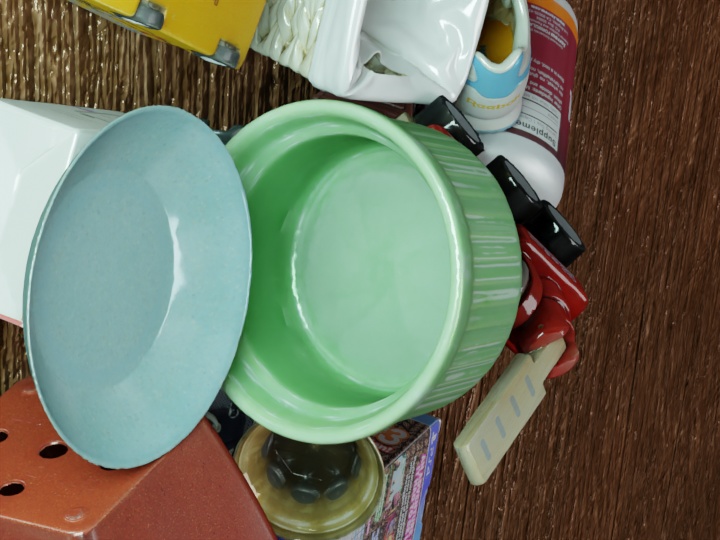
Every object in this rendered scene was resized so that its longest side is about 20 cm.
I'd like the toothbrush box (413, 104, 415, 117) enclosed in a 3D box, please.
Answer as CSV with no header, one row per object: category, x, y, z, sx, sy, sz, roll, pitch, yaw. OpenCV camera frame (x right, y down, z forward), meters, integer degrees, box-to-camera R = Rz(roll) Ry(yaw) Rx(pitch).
toothbrush box,0.026,-0.053,1.791,0.200,0.085,0.147,-37,139,-54

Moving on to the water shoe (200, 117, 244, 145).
water shoe,-0.063,-0.050,1.596,0.200,0.071,0.079,28,76,-71

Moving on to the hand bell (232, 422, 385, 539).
hand bell,-0.026,0.094,1.657,0.200,0.103,0.105,-78,177,-64

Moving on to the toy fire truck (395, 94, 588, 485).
toy fire truck,0.071,0.017,1.494,0.129,0.200,0.176,-40,122,12

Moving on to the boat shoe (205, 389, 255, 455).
boat shoe,-0.114,0.116,1.603,0.093,0.074,0.201,-50,152,-58

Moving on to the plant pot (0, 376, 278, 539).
plant pot,-0.166,0.177,1.393,0.200,0.199,0.177,-44,136,-49

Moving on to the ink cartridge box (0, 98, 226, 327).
ink cartridge box,-0.157,-0.033,1.385,0.200,0.067,0.117,0,108,-67

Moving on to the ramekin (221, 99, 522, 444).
ramekin,0.000,0.000,1.407,0.097,0.199,0.201,-2,111,-56

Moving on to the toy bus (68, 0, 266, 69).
toy bus,-0.122,-0.169,1.337,0.200,0.078,0.065,18,91,-69

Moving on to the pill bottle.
pill bottle,0.093,-0.100,1.676,0.113,0.112,0.201,70,24,-59

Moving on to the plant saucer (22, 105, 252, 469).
plant saucer,-0.132,0.007,1.305,0.201,0.039,0.202,-20,114,-55

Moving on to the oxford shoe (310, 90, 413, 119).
oxford shoe,0.001,-0.098,1.631,0.075,0.070,0.200,105,11,-48

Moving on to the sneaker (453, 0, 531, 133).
sneaker,0.080,-0.199,1.615,0.081,0.076,0.201,101,-21,-62

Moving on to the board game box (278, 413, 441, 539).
board game box,-0.032,0.206,1.856,0.200,0.096,0.160,-35,140,-56

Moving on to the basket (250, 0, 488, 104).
basket,0.005,-0.219,1.514,0.135,0.123,0.201,-3,110,-50
